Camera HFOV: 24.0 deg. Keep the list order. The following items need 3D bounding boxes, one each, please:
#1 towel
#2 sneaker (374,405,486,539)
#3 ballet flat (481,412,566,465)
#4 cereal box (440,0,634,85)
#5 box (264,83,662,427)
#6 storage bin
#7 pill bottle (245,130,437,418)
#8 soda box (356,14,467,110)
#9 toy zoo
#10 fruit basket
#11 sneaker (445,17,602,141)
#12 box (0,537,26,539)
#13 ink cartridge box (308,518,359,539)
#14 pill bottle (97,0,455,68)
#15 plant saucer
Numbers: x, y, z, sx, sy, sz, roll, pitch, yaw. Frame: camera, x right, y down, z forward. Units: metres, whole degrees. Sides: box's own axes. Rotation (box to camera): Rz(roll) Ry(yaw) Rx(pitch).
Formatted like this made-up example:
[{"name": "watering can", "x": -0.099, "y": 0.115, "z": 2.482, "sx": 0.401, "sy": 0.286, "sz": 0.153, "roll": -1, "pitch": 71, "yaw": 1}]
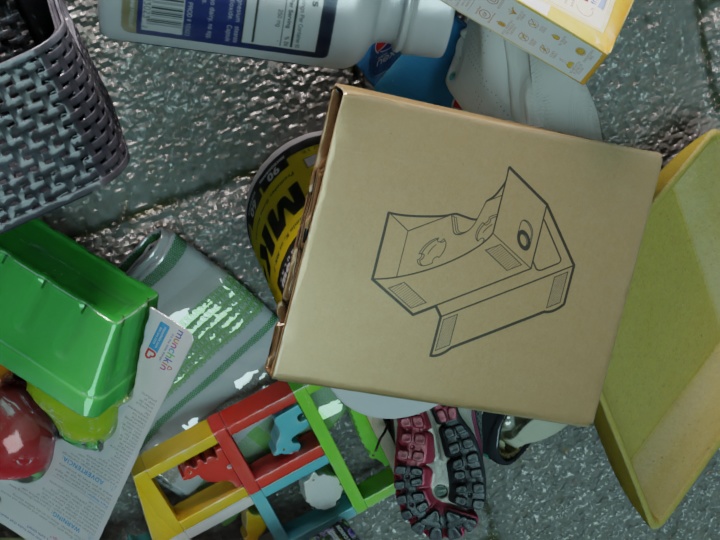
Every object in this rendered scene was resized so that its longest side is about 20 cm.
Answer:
[{"name": "towel", "x": -0.113, "y": 0.079, "z": 1.157, "sx": 0.149, "sy": 0.031, "sz": 0.200, "roll": -43, "pitch": 120, "yaw": 9}, {"name": "sneaker", "x": 0.046, "y": 0.081, "z": 1.172, "sx": 0.080, "sy": 0.075, "sz": 0.201, "roll": -1, "pitch": 97, "yaw": 5}, {"name": "ballet flat", "x": 0.153, "y": 0.065, "z": 1.201, "sx": 0.200, "sy": 0.073, "sz": 0.073, "roll": -43, "pitch": 119, "yaw": 8}, {"name": "cereal box", "x": 0.069, "y": -0.209, "z": 0.942, "sx": 0.200, "sy": 0.144, "sz": 0.040, "roll": 30, "pitch": 148, "yaw": -4}, {"name": "box", "x": 0.059, "y": -0.005, "z": 0.939, "sx": 0.199, "sy": 0.021, "sz": 0.164, "roll": 10, "pitch": 101, "yaw": -21}, {"name": "storage bin", "x": -0.246, "y": -0.078, "z": 0.976, "sx": 0.200, "sy": 0.135, "sz": 0.094, "roll": -24, "pitch": 120, "yaw": -3}, {"name": "pill bottle", "x": 0.000, "y": 0.000, "z": 1.049, "sx": 0.114, "sy": 0.200, "sz": 0.115, "roll": -7, "pitch": 118, "yaw": -13}, {"name": "soda box", "x": 0.091, "y": -0.096, "z": 1.104, "sx": 0.200, "sy": 0.064, "sz": 0.068, "roll": 36, "pitch": 101, "yaw": -28}, {"name": "toy zoo", "x": -0.073, "y": 0.148, "z": 1.183, "sx": 0.200, "sy": 0.020, "sz": 0.131, "roll": -28, "pitch": 127, "yaw": -5}, {"name": "fruit basket", "x": -0.214, "y": 0.070, "z": 1.073, "sx": 0.185, "sy": 0.094, "sz": 0.200, "roll": 30, "pitch": 121, "yaw": 8}, {"name": "sneaker", "x": 0.083, "y": -0.141, "z": 1.008, "sx": 0.075, "sy": 0.088, "sz": 0.201, "roll": 2, "pitch": 78, "yaw": -38}, {"name": "box", "x": -0.259, "y": 0.263, "z": 1.109, "sx": 0.199, "sy": 0.176, "sz": 0.097, "roll": 2, "pitch": 116, "yaw": -6}, {"name": "ink cartridge box", "x": -0.088, "y": 0.249, "z": 1.157, "sx": 0.200, "sy": 0.050, "sz": 0.109, "roll": -24, "pitch": 163, "yaw": -44}, {"name": "pill bottle", "x": -0.046, "y": -0.176, "z": 0.977, "sx": 0.199, "sy": 0.111, "sz": 0.111, "roll": 7, "pitch": 115, "yaw": -6}, {"name": "plant saucer", "x": 0.203, "y": 0.037, "z": 1.152, "sx": 0.200, "sy": 0.048, "sz": 0.200, "roll": -46, "pitch": 126, "yaw": -32}]
